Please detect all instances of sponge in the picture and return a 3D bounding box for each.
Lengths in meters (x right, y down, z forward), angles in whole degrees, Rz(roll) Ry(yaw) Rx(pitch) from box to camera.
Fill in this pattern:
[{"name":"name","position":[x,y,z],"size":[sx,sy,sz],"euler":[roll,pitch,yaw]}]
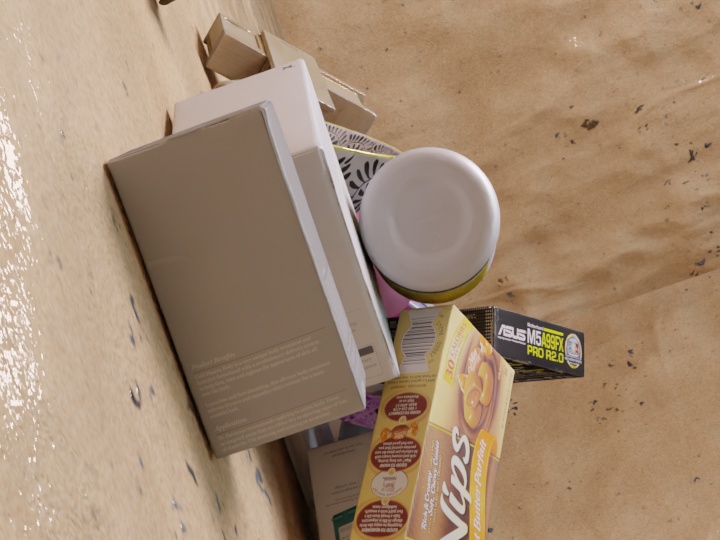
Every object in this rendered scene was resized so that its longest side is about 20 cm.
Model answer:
[{"name":"sponge","position":[0.010,0.120,1.115],"size":[0.200,0.110,0.030],"euler":[25,80,-61]}]

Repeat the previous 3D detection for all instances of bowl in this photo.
[{"name":"bowl","position":[-0.066,-0.091,1.198],"size":[0.201,0.198,0.095],"euler":[-93,-161,-79]}]

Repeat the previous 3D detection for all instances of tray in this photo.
[{"name":"tray","position":[-0.047,0.155,1.182],"size":[0.200,0.022,0.109],"euler":[-93,163,-79]}]

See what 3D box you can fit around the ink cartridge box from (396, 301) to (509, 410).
[{"name":"ink cartridge box","position":[0.088,0.071,1.440],"size":[0.199,0.042,0.119],"euler":[38,6,-19]}]

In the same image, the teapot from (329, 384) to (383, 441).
[{"name":"teapot","position":[0.023,0.124,1.473],"size":[0.201,0.144,0.199],"euler":[-106,177,-52]}]

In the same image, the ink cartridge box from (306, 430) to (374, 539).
[{"name":"ink cartridge box","position":[0.018,0.248,1.067],"size":[0.116,0.067,0.202],"euler":[44,33,-61]}]

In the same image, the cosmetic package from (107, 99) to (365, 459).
[{"name":"cosmetic package","position":[-0.074,0.003,0.815],"size":[0.090,0.106,0.202],"euler":[-82,155,-82]}]

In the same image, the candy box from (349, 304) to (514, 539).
[{"name":"candy box","position":[0.060,0.143,1.012],"size":[0.115,0.055,0.202],"euler":[44,50,-43]}]

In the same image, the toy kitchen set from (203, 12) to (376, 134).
[{"name":"toy kitchen set","position":[-0.105,-0.146,1.436],"size":[0.198,0.181,0.164],"euler":[26,19,-22]}]

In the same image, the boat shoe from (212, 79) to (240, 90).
[{"name":"boat shoe","position":[-0.100,-0.102,1.324],"size":[0.065,0.071,0.202],"euler":[-44,110,-81]}]

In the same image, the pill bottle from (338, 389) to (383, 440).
[{"name":"pill bottle","position":[0.036,0.220,1.317],"size":[0.201,0.111,0.113],"euler":[85,-9,-50]}]

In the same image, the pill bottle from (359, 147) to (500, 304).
[{"name":"pill bottle","position":[0.060,-0.031,1.078],"size":[0.200,0.111,0.113],"euler":[55,17,-83]}]

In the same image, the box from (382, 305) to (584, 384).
[{"name":"box","position":[0.085,0.075,1.195],"size":[0.159,0.198,0.045],"euler":[17,70,-48]}]

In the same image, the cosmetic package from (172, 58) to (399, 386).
[{"name":"cosmetic package","position":[-0.063,-0.030,1.018],"size":[0.200,0.121,0.202],"euler":[-103,176,-63]}]

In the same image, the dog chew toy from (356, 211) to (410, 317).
[{"name":"dog chew toy","position":[0.000,0.000,1.260],"size":[0.125,0.198,0.126],"euler":[-18,90,-87]}]

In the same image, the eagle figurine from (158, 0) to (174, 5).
[{"name":"eagle figurine","position":[-0.153,-0.350,1.182],"size":[0.150,0.150,0.203],"euler":[1,-86,55]}]
